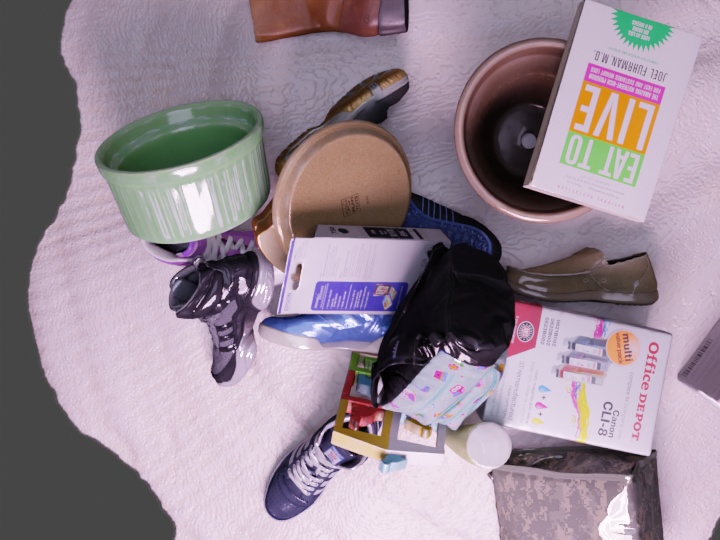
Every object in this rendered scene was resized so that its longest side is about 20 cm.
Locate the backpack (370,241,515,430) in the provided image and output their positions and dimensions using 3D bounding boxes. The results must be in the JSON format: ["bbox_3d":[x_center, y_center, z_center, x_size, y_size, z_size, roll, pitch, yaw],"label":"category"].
[{"bbox_3d":[0.089,0.089,1.154,0.126,0.168,0.201,25,134,-8],"label":"backpack"}]

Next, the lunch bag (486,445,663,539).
[{"bbox_3d":[0.256,0.302,1.258,0.198,0.117,0.166,-3,98,33],"label":"lunch bag"}]

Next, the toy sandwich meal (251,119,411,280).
[{"bbox_3d":[-0.031,-0.081,1.209,0.203,0.070,0.207,-13,117,-28],"label":"toy sandwich meal"}]

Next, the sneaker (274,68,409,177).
[{"bbox_3d":[-0.009,-0.162,1.280,0.200,0.076,0.088,-40,107,6],"label":"sneaker"}]

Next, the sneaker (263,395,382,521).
[{"bbox_3d":[-0.051,0.238,1.276,0.070,0.109,0.200,44,94,0],"label":"sneaker"}]

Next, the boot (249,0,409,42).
[{"bbox_3d":[-0.040,-0.378,1.277,0.198,0.068,0.191,1,101,10],"label":"boot"}]

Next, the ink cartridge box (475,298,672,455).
[{"bbox_3d":[0.247,0.121,1.236,0.198,0.145,0.147,11,90,1],"label":"ink cartridge box"}]

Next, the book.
[{"bbox_3d":[0.266,-0.166,1.101,0.132,0.048,0.202,16,92,-2],"label":"book"}]

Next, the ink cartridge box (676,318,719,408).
[{"bbox_3d":[0.463,0.070,1.210,0.045,0.176,0.201,35,94,0],"label":"ink cartridge box"}]

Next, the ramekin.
[{"bbox_3d":[-0.200,-0.115,1.220,0.198,0.201,0.099,-11,119,3],"label":"ramekin"}]

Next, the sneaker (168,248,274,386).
[{"bbox_3d":[-0.178,0.056,1.248,0.113,0.076,0.201,4,127,-25],"label":"sneaker"}]

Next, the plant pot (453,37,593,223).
[{"bbox_3d":[0.202,-0.156,1.210,0.198,0.175,0.203,0,93,2],"label":"plant pot"}]

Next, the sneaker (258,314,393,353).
[{"bbox_3d":[-0.024,0.041,1.280,0.197,0.077,0.113,5,95,2],"label":"sneaker"}]

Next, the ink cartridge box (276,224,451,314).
[{"bbox_3d":[0.000,0.000,1.186,0.198,0.039,0.100,2,118,-25],"label":"ink cartridge box"}]

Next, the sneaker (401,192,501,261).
[{"bbox_3d":[0.081,-0.051,1.280,0.199,0.078,0.071,28,97,22],"label":"sneaker"}]

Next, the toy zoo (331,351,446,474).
[{"bbox_3d":[0.039,0.167,1.229,0.130,0.201,0.021,12,120,2],"label":"toy zoo"}]

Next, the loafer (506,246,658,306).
[{"bbox_3d":[0.265,0.004,1.270,0.198,0.076,0.068,3,93,-8],"label":"loafer"}]

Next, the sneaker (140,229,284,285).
[{"bbox_3d":[-0.169,-0.019,1.266,0.198,0.114,0.074,8,92,1],"label":"sneaker"}]

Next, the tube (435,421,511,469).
[{"bbox_3d":[0.133,0.203,1.223,0.051,0.200,0.059,-21,82,-6],"label":"tube"}]
